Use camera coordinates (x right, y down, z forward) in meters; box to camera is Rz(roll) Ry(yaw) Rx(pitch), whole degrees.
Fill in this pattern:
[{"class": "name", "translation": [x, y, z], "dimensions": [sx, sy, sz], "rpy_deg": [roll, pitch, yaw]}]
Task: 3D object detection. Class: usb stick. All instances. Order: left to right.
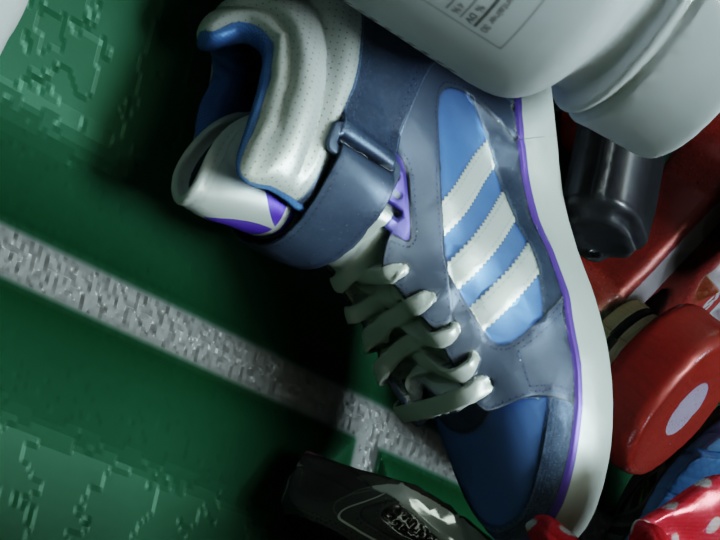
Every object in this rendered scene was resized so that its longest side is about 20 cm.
[{"class": "usb stick", "translation": [0.104, -0.102, 0.822], "dimensions": [0.055, 0.032, 0.201], "rpy_deg": [52, 48, -66]}]

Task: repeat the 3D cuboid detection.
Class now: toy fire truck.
[{"class": "toy fire truck", "translation": [0.119, 0.009, 0.902], "dimensions": [0.200, 0.112, 0.168], "rpy_deg": [-48, 155, -7]}]

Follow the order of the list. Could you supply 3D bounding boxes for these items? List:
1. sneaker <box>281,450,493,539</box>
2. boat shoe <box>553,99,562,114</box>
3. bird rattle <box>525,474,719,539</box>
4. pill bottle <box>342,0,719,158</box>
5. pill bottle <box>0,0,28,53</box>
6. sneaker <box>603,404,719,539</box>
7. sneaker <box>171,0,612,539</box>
[{"class": "sneaker", "translation": [0.021, 0.158, 0.820], "dimensions": [0.086, 0.080, 0.201], "rpy_deg": [-47, 123, -28]}, {"class": "boat shoe", "translation": [0.092, -0.158, 0.898], "dimensions": [0.068, 0.073, 0.201], "rpy_deg": [45, 50, -55]}, {"class": "bird rattle", "translation": [0.082, 0.155, 0.678], "dimensions": [0.200, 0.112, 0.164], "rpy_deg": [11, 69, -88]}, {"class": "pill bottle", "translation": [0.033, -0.125, 0.703], "dimensions": [0.199, 0.113, 0.114], "rpy_deg": [31, 63, -15]}, {"class": "pill bottle", "translation": [-0.103, -0.149, 0.599], "dimensions": [0.110, 0.109, 0.201], "rpy_deg": [46, 56, -44]}, {"class": "sneaker", "translation": [0.146, 0.085, 0.929], "dimensions": [0.070, 0.200, 0.083], "rpy_deg": [19, 55, -8]}, {"class": "sneaker", "translation": [0.000, 0.000, 0.754], "dimensions": [0.146, 0.080, 0.202], "rpy_deg": [-3, 83, -35]}]
